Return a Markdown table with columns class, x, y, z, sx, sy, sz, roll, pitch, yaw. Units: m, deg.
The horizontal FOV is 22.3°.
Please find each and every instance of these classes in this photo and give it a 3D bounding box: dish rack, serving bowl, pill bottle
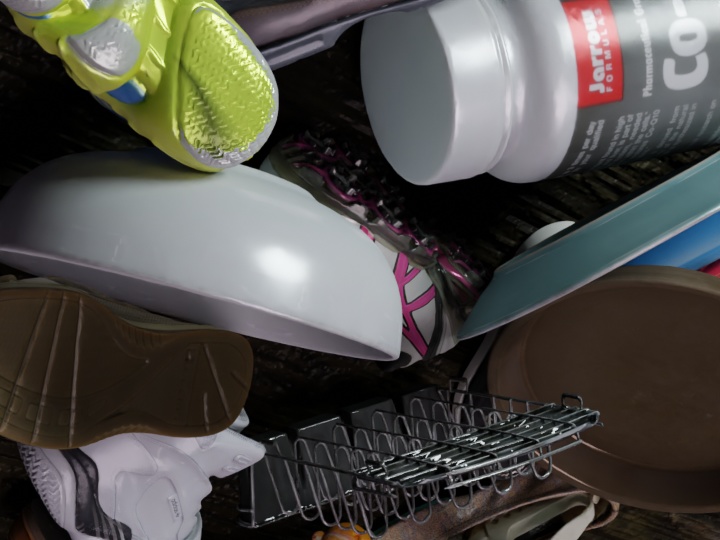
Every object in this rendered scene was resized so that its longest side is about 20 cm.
| class | x | y | z | sx | sy | sz | roll | pitch | yaw |
| --- | --- | --- | --- | --- | --- | --- | --- | --- | --- |
| dish rack | 0.032 | 0.104 | 1.001 | 0.153 | 0.200 | 0.055 | -17 | 99 | -30 |
| serving bowl | -0.072 | -0.014 | 0.846 | 0.199 | 0.199 | 0.066 | 20 | 81 | -44 |
| pill bottle | 0.109 | -0.106 | 0.906 | 0.199 | 0.114 | 0.114 | -12 | 136 | -24 |

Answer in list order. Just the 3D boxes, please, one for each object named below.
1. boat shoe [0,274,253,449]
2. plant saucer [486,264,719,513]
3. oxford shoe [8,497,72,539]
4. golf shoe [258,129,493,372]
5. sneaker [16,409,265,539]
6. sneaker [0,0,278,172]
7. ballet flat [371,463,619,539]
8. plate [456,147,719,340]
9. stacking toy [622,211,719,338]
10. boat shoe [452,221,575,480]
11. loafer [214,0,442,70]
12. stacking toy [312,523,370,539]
| class | x | y | z | sx | sy | sz | roll | pitch | yaw |
| --- | --- | --- | --- | --- | --- | --- | --- | --- | --- |
| boat shoe | -0.135 | 0.040 | 0.860 | 0.200 | 0.063 | 0.074 | 6 | 98 | -52 |
| plant saucer | 0.171 | 0.066 | 1.034 | 0.198 | 0.030 | 0.201 | 10 | 137 | 9 |
| oxford shoe | -0.168 | 0.202 | 1.061 | 0.071 | 0.072 | 0.201 | -25 | 141 | -5 |
| golf shoe | 0.000 | 0.000 | 0.970 | 0.092 | 0.073 | 0.200 | -40 | 140 | 10 |
| sneaker | -0.102 | 0.125 | 1.022 | 0.114 | 0.075 | 0.200 | -30 | 137 | -2 |
| sneaker | -0.122 | -0.120 | 0.772 | 0.076 | 0.105 | 0.200 | -43 | 110 | -15 |
| ballet flat | 0.083 | 0.177 | 1.204 | 0.199 | 0.067 | 0.068 | -26 | 139 | -9 |
| plate | 0.132 | -0.021 | 0.932 | 0.199 | 0.026 | 0.200 | -29 | 180 | 0 |
| stacking toy | 0.239 | 0.037 | 1.064 | 0.109 | 0.116 | 0.200 | -29 | 108 | 24 |
| boat shoe | 0.110 | 0.064 | 1.116 | 0.073 | 0.060 | 0.201 | -7 | 133 | -29 |
| loafer | 0.007 | -0.155 | 0.828 | 0.199 | 0.072 | 0.063 | -27 | 136 | -4 |
| stacking toy | -0.045 | 0.228 | 1.104 | 0.200 | 0.116 | 0.110 | -57 | 177 | -42 |
